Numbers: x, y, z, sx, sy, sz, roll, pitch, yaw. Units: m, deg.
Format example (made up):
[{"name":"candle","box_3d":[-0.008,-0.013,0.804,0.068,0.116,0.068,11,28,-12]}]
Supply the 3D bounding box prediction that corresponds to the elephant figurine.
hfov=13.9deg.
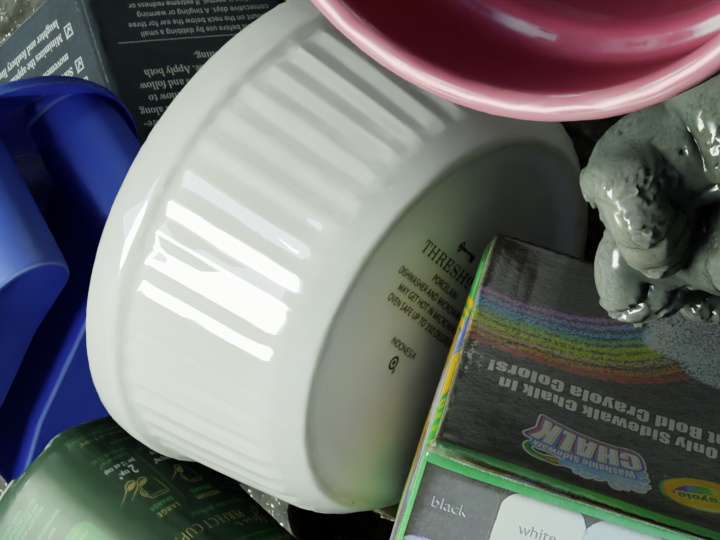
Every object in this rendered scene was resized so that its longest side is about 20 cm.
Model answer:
[{"name":"elephant figurine","box_3d":[0.176,0.005,0.925,0.200,0.141,0.155,40,152,43]}]

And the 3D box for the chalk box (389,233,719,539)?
[{"name":"chalk box","box_3d":[0.071,0.099,0.997,0.124,0.200,0.124,18,120,2]}]

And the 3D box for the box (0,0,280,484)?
[{"name":"box","box_3d":[-0.089,-0.012,1.286,0.148,0.107,0.200,-34,69,50]}]

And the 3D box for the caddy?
[{"name":"caddy","box_3d":[-0.150,0.011,1.167,0.105,0.141,0.200,53,133,28]}]

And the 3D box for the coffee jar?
[{"name":"coffee jar","box_3d":[-0.047,0.146,1.136,0.200,0.104,0.085,39,110,21]}]

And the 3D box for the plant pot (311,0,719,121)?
[{"name":"plant pot","box_3d":[0.087,-0.161,0.874,0.200,0.179,0.201,13,114,30]}]

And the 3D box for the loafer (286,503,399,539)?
[{"name":"loafer","box_3d":[0.037,0.145,1.181,0.200,0.067,0.076,43,129,41]}]

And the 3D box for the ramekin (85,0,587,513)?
[{"name":"ramekin","box_3d":[0.000,0.000,1.104,0.094,0.202,0.203,33,123,31]}]
